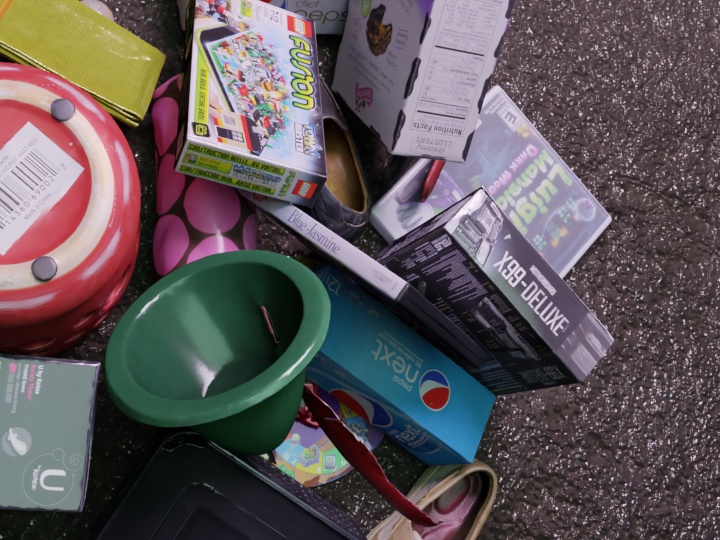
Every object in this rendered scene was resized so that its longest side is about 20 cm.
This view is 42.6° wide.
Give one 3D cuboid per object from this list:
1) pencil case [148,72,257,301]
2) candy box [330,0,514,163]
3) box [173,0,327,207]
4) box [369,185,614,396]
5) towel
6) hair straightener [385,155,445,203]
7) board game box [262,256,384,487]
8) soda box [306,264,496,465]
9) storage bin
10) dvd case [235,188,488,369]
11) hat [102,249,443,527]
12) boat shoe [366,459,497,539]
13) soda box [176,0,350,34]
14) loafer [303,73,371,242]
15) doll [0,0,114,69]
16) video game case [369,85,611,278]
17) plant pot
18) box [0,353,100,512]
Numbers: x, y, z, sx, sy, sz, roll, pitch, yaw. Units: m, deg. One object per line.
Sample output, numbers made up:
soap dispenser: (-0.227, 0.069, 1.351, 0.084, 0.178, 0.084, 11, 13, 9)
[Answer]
pencil case: (-0.136, -0.058, 0.767, 0.090, 0.093, 0.203, 11, 70, -44)
candy box: (0.051, -0.214, 0.757, 0.071, 0.168, 0.202, 4, 117, -24)
box: (-0.086, -0.144, 0.730, 0.109, 0.035, 0.202, 13, 46, -22)
box: (0.094, 0.030, 0.770, 0.158, 0.200, 0.050, 47, 67, -5)
towel: (-0.249, -0.194, 0.723, 0.199, 0.018, 0.087, 29, 54, -26)
hair straightener: (0.067, -0.161, 0.875, 0.076, 0.041, 0.202, 23, 69, 8)
board game box: (-0.048, 0.083, 0.793, 0.156, 0.039, 0.202, -18, 86, -22)
soda box: (0.018, 0.084, 0.773, 0.199, 0.064, 0.068, 38, 60, -21)
storage bin: (-0.096, 0.218, 0.704, 0.199, 0.094, 0.136, 36, 84, -9)
dvd case: (0.000, 0.000, 0.723, 0.018, 0.199, 0.142, -54, 141, -2)
hat: (-0.074, 0.110, 0.679, 0.164, 0.200, 0.177, -28, 128, -13)
boat shoe: (0.047, 0.239, 0.782, 0.074, 0.066, 0.201, 39, 69, -8)
soda box: (-0.065, -0.261, 0.836, 0.197, 0.068, 0.064, -5, 61, -21)
loafer: (-0.037, -0.126, 0.823, 0.072, 0.072, 0.202, -25, 88, -22)
doll: (-0.286, -0.187, 0.736, 0.199, 0.049, 0.137, -19, 60, -42)
video game case: (0.130, -0.052, 0.897, 0.182, 0.023, 0.200, 48, 68, -6)
plant pot: (-0.258, -0.042, 0.668, 0.198, 0.182, 0.203, 4, 76, -17)
box: (-0.294, 0.113, 0.652, 0.197, 0.122, 0.108, 7, 76, -18)
